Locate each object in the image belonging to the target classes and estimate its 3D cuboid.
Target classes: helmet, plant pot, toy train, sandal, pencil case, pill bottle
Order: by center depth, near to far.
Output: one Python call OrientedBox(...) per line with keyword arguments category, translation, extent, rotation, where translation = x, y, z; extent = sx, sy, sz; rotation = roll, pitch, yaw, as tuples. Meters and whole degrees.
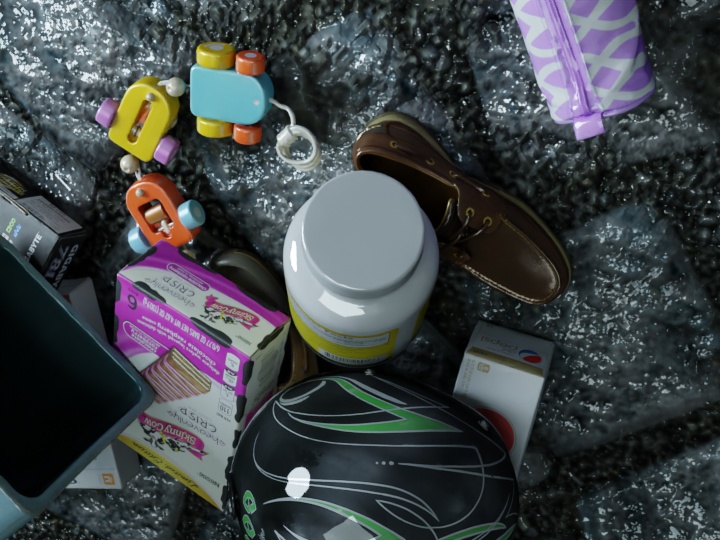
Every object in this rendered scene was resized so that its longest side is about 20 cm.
OrientedBox(category="pencil case", translation=(0.137, -0.197, 0.782), extent=(0.083, 0.086, 0.201), rotation=(-17, 107, 26))
OrientedBox(category="pill bottle", translation=(0.000, 0.000, 0.838), extent=(0.110, 0.200, 0.112), rotation=(1, 75, -2))
OrientedBox(category="helmet", translation=(0.015, 0.175, 0.866), extent=(0.190, 0.199, 0.202), rotation=(22, 123, 46))
OrientedBox(category="plant pot", translation=(-0.325, 0.126, 0.907), extent=(0.196, 0.196, 0.200), rotation=(46, 116, -2))
OrientedBox(category="toy train", translation=(-0.125, -0.099, 0.932), extent=(0.199, 0.056, 0.151), rotation=(-27, 107, 27))
OrientedBox(category="sandal", translation=(-0.063, 0.068, 0.979), extent=(0.082, 0.055, 0.200), rotation=(-34, 98, 27))

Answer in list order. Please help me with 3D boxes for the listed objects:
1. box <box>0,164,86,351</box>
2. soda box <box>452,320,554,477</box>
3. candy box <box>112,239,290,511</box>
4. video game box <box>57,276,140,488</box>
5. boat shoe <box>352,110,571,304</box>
OrientedBox(category="box", translation=(-0.366, -0.008, 1.017), extent=(0.198, 0.050, 0.201), rotation=(36, 107, 13))
OrientedBox(category="soda box", translation=(0.101, 0.147, 0.954), extent=(0.068, 0.064, 0.201), rotation=(17, 116, 11))
OrientedBox(category="candy box", translation=(-0.141, 0.092, 0.972), extent=(0.136, 0.061, 0.201), rotation=(30, 135, 18))
OrientedBox(category="video game box", translation=(-0.314, 0.110, 1.086), extent=(0.181, 0.047, 0.202), rotation=(-4, 110, 18))
OrientedBox(category="boat shoe", translation=(0.072, -0.038, 0.881), extent=(0.200, 0.068, 0.072), rotation=(39, 119, -1))
